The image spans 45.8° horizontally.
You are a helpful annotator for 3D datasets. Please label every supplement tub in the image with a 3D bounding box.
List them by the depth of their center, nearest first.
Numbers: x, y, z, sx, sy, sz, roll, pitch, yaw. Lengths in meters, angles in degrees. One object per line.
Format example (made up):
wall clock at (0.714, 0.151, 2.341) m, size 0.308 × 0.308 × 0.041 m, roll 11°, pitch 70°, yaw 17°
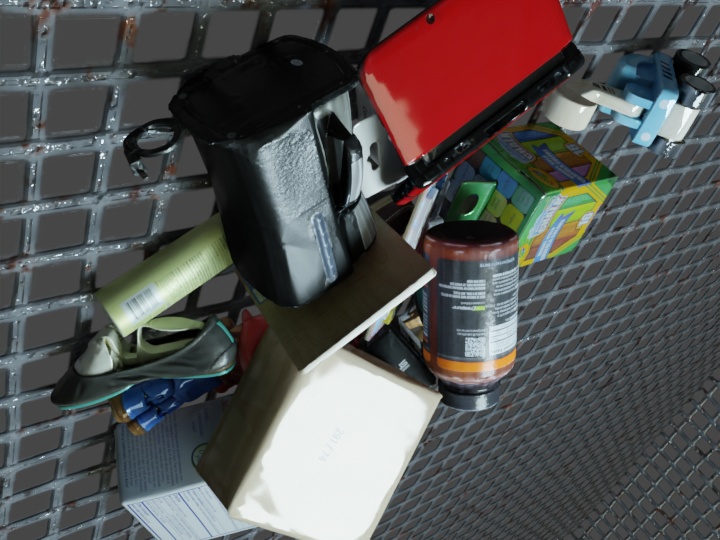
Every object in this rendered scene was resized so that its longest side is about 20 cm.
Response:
supplement tub at (0.121, 0.051, 0.947) m, size 0.107 × 0.107 × 0.201 m, roll -15°, pitch 112°, yaw -36°

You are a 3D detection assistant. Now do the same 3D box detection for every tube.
tube at (-0.162, -0.012, 0.834) m, size 0.200 × 0.052 × 0.058 m, roll -35°, pitch -170°, yaw -16°

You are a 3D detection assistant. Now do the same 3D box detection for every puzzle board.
puzzle board at (-0.032, 0.003, 0.836) m, size 0.151 × 0.200 × 0.017 m, roll -37°, pitch 127°, yaw -4°
puzzle board at (0.059, -0.026, 0.957) m, size 0.151 × 0.017 × 0.201 m, roll -38°, pitch 149°, yaw -75°

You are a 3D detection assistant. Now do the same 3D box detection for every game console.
game console at (0.091, -0.172, 0.784) m, size 0.200 × 0.119 × 0.172 m, roll -37°, pitch -179°, yaw -10°

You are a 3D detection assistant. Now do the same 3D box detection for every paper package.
paper package at (-0.043, 0.172, 0.899) m, size 0.190 × 0.103 × 0.201 m, roll 29°, pitch 87°, yaw -32°

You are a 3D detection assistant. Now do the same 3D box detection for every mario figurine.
mario figurine at (-0.181, 0.098, 0.951) m, size 0.199 × 0.106 × 0.123 m, roll -26°, pitch -177°, yaw -4°

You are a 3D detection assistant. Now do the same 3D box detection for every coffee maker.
coffee maker at (-0.085, -0.074, 0.743) m, size 0.191 × 0.135 × 0.200 m, roll -16°, pitch 136°, yaw -6°

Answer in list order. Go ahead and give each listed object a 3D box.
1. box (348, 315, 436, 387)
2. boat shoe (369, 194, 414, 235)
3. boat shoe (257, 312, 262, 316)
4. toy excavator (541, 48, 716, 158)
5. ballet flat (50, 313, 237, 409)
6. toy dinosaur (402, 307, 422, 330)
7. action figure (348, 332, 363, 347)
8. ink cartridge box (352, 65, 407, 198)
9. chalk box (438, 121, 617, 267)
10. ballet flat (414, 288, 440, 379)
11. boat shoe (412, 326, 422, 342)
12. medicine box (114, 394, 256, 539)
box at (0.006, 0.143, 1.091) m, size 0.164 × 0.086 × 0.200 m, roll -43°, pitch -177°, yaw 6°
boat shoe at (0.000, 0.000, 0.971) m, size 0.200 × 0.072 × 0.072 m, roll -44°, pitch 151°, yaw -8°
boat shoe at (-0.103, 0.126, 1.054) m, size 0.072 × 0.068 × 0.200 m, roll -22°, pitch 145°, yaw -27°
toy excavator at (0.324, -0.213, 1.055) m, size 0.195 × 0.199 × 0.100 m, roll -74°, pitch -178°, yaw -48°
ballet flat at (-0.222, 0.082, 0.851) m, size 0.199 × 0.068 × 0.069 m, roll -14°, pitch 116°, yaw 3°
toy dinosaur at (0.120, 0.037, 1.192) m, size 0.200 × 0.060 × 0.106 m, roll -47°, pitch 148°, yaw 12°
action figure at (-0.039, 0.087, 1.032) m, size 0.052 × 0.065 × 0.200 m, roll -62°, pitch 173°, yaw 36°
ink cartridge box at (0.062, -0.169, 0.845) m, size 0.200 × 0.068 × 0.117 m, roll -32°, pitch 149°, yaw -16°
chalk box at (0.185, -0.088, 1.021) m, size 0.199 × 0.124 × 0.125 m, roll -16°, pitch 143°, yaw -40°
ballet flat at (0.111, 0.067, 1.096) m, size 0.073 × 0.201 × 0.073 m, roll -4°, pitch 141°, yaw -3°
boat shoe at (0.096, 0.117, 1.277) m, size 0.200 × 0.072 × 0.072 m, roll -32°, pitch -174°, yaw -13°
medicine box at (-0.174, 0.245, 1.043) m, size 0.199 × 0.103 × 0.182 m, roll -14°, pitch 146°, yaw -4°
